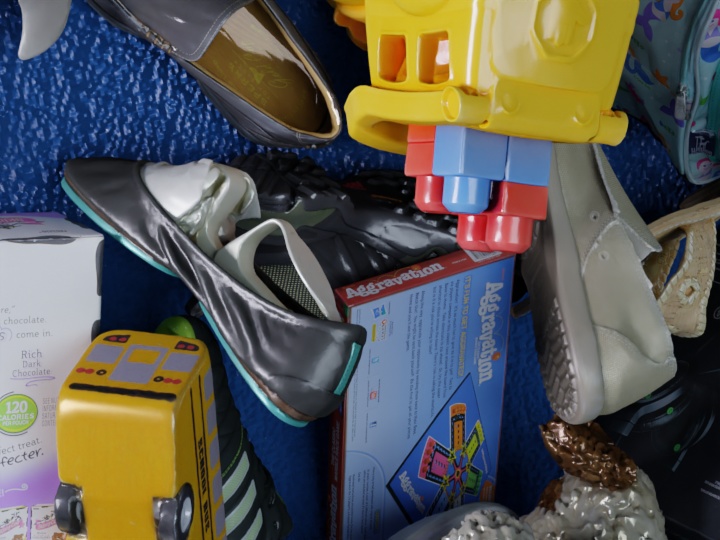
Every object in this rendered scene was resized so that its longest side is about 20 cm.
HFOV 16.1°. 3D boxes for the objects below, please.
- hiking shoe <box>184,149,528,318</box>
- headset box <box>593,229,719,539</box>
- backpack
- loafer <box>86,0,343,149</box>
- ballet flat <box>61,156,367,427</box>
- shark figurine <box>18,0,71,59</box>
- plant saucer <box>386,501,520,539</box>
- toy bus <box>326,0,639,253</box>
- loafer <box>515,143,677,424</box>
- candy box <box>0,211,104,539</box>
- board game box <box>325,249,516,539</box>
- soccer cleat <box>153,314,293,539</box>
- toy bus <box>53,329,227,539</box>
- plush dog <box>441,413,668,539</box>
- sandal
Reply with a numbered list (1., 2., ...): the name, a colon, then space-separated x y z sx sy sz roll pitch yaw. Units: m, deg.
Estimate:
1. hiking shoe: 0.000 0.000 1.375 0.199 0.076 0.101 13 113 -30
2. headset box: 0.233 0.086 1.448 0.093 0.174 0.201 39 81 -29
3. backpack: 0.219 -0.149 1.364 0.177 0.151 0.201 -36 145 -14
4. loafer: -0.079 -0.135 1.292 0.200 0.072 0.073 39 84 -28
5. ballet flat: -0.066 -0.009 1.268 0.069 0.200 0.068 -52 156 13
6. shark figurine: -0.190 -0.129 1.218 0.214 0.090 0.128 -38 94 8
7. plant saucer: 0.014 0.207 1.404 0.200 0.050 0.201 -37 144 -33
8. toy bus: 0.051 -0.108 1.284 0.135 0.200 0.194 4 93 -30
9. loafer: 0.119 -0.016 1.337 0.068 0.076 0.202 -2 69 -16
10. candy box: -0.219 0.075 1.265 0.167 0.071 0.202 -2 102 -27
11. board game box: 0.031 0.080 1.385 0.102 0.019 0.201 -16 131 -23
12. soccer cleat: -0.078 0.114 1.358 0.081 0.067 0.202 -16 114 -34
13. toy bus: -0.106 0.136 1.270 0.065 0.078 0.201 5 121 14
14. plush dog: 0.119 0.175 1.358 0.159 0.173 0.201 12 141 6
15. sandal: 0.181 0.001 1.434 0.211 0.078 0.070 -30 87 -34
